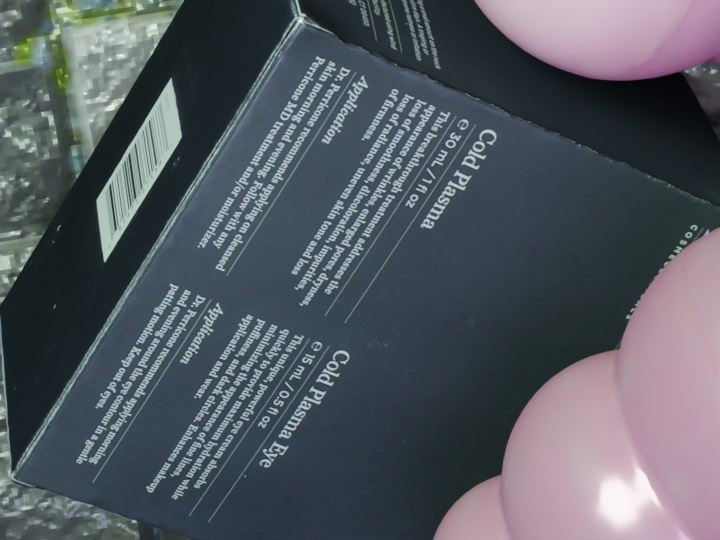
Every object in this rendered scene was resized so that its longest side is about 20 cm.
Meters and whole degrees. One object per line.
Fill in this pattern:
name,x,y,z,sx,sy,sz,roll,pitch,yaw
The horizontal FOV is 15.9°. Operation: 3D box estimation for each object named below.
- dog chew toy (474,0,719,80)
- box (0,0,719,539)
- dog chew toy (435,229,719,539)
dog chew toy,0.129,-0.116,0.833,0.200,0.125,0.125,8,122,-24
box,0.000,0.000,0.892,0.182,0.104,0.200,23,117,-23
dog chew toy,0.104,0.070,0.822,0.200,0.125,0.125,-38,122,24
